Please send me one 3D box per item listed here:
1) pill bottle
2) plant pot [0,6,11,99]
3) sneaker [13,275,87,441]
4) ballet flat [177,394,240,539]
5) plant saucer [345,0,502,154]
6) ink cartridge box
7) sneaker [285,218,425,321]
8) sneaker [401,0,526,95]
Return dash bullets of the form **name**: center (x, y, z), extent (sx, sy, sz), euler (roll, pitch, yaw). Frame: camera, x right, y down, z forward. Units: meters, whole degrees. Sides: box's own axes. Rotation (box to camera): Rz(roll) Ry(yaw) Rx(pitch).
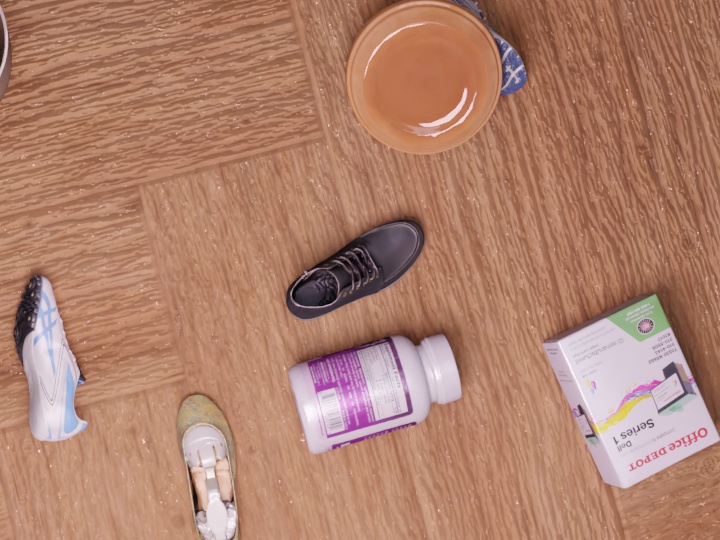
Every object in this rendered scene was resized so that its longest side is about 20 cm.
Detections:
- **pill bottle**: center (0.018, 0.144, 1.419), extent (0.197, 0.112, 0.114), euler (-15, 87, -6)
- **plant pot**: center (-0.485, -0.241, 1.357), extent (0.184, 0.200, 0.190), euler (0, 85, -5)
- **sneaker**: center (-0.376, 0.106, 1.416), extent (0.072, 0.072, 0.203), euler (-2, 78, -39)
- **ballet flat**: center (-0.183, 0.252, 1.416), extent (0.070, 0.071, 0.203), euler (-9, 86, -6)
- **plant saucer**: center (0.079, -0.235, 1.441), extent (0.197, 0.038, 0.203), euler (0, 117, 1)
- **ink cartridge box**: center (0.340, 0.151, 1.461), extent (0.143, 0.084, 0.202), euler (-24, 89, -6)
- **sneaker**: center (0.000, 0.000, 1.430), extent (0.199, 0.106, 0.075), euler (-33, 89, -7)
- **sneaker**: center (0.139, -0.307, 1.481), extent (0.199, 0.077, 0.086), euler (37, 40, -21)
